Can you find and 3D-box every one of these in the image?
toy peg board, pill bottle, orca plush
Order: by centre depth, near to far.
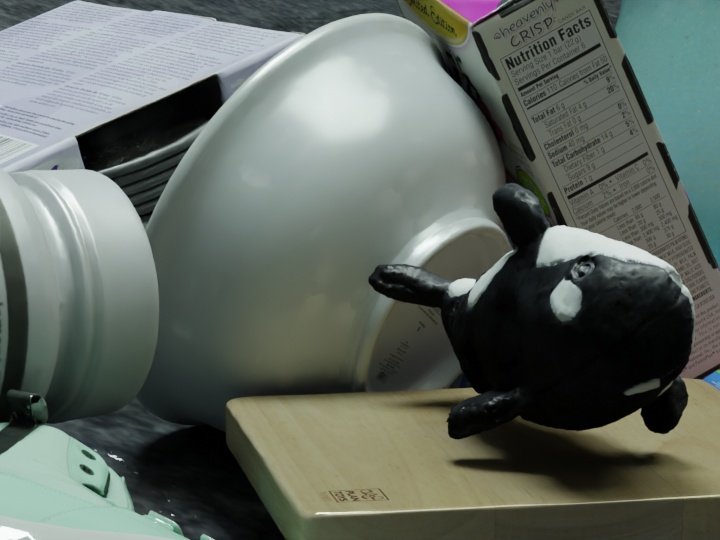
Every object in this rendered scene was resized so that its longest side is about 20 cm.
[{"bbox_3d":[0.049,0.026,1.090,0.071,0.106,0.200,-37,26,-17],"label":"orca plush"},{"bbox_3d":[-0.183,0.015,1.108,0.199,0.115,0.114,-6,27,-36],"label":"pill bottle"},{"bbox_3d":[0.061,0.111,1.126,0.198,0.098,0.200,-2,9,-10],"label":"toy peg board"}]

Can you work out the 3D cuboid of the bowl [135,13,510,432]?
[{"bbox_3d":[0.000,0.000,1.256,0.090,0.202,0.201,33,22,28],"label":"bowl"}]

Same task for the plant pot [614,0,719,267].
[{"bbox_3d":[0.191,-0.051,1.510,0.199,0.189,0.200,4,-2,0],"label":"plant pot"}]

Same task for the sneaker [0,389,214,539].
[{"bbox_3d":[-0.072,0.102,1.048,0.199,0.074,0.118,18,22,9],"label":"sneaker"}]

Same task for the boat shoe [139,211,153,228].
[{"bbox_3d":[-0.079,0.003,1.384,0.060,0.076,0.200,30,8,34],"label":"boat shoe"}]

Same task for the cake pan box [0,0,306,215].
[{"bbox_3d":[-0.143,-0.067,1.373,0.184,0.053,0.199,-30,26,-33],"label":"cake pan box"}]

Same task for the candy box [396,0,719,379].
[{"bbox_3d":[0.090,-0.053,1.326,0.061,0.201,0.136,-28,23,-7],"label":"candy box"}]

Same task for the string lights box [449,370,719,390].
[{"bbox_3d":[0.141,0.082,1.371,0.199,0.059,0.103,3,21,-41],"label":"string lights box"}]
